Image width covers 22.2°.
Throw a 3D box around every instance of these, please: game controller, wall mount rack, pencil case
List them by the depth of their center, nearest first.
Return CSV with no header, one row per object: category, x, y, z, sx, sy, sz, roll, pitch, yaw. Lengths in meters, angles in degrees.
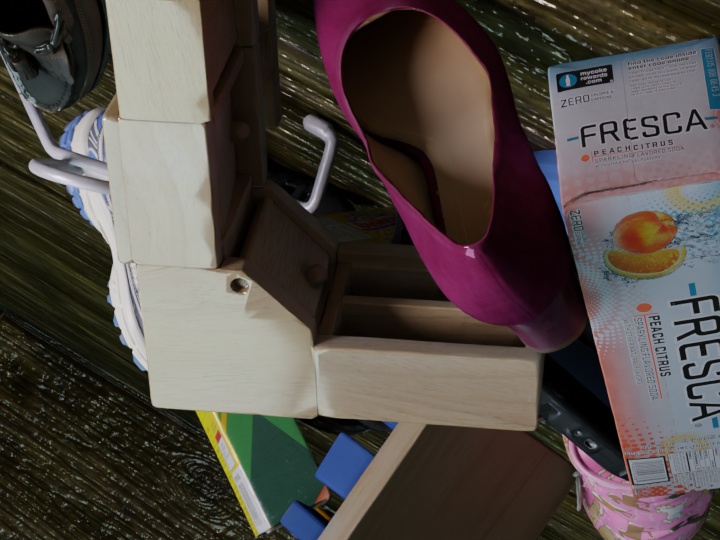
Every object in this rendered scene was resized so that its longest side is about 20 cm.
game controller,0.090,0.028,0.968,0.200,0.105,0.042,40,127,-23
wall mount rack,-0.114,-0.081,1.011,0.173,0.075,0.199,21,-171,33
pencil case,0.170,0.117,1.123,0.083,0.086,0.200,61,179,22

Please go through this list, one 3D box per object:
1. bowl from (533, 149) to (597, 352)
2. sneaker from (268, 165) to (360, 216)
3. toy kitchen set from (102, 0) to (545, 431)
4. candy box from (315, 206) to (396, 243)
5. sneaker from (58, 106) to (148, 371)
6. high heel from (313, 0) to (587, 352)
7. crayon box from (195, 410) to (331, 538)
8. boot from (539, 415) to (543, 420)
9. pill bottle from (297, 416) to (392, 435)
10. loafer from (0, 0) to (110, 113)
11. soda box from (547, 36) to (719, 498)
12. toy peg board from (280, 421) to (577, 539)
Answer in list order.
bowl,0.149,0.017,0.873,0.200,0.040,0.201,32,168,7
sneaker,-0.085,-0.048,1.156,0.112,0.073,0.199,44,163,-29
toy kitchen set,-0.003,-0.063,0.816,0.178,0.164,0.202,3,124,8
candy box,0.000,0.000,0.988,0.102,0.027,0.199,24,-161,31
sneaker,-0.110,-0.012,1.108,0.085,0.077,0.201,-23,96,37
high heel,0.023,-0.065,0.680,0.201,0.067,0.096,58,-173,29
crayon box,-0.088,0.077,1.236,0.201,0.050,0.127,63,170,5
boot,0.044,0.027,1.148,0.198,0.073,0.090,24,163,1
pill bottle,-0.026,0.055,1.317,0.112,0.112,0.199,39,167,-27
loafer,-0.161,-0.140,0.853,0.071,0.063,0.201,24,145,14
soda box,0.119,0.007,0.699,0.063,0.069,0.201,-9,142,10
toy peg board,0.013,0.159,1.165,0.098,0.201,0.199,34,179,36
